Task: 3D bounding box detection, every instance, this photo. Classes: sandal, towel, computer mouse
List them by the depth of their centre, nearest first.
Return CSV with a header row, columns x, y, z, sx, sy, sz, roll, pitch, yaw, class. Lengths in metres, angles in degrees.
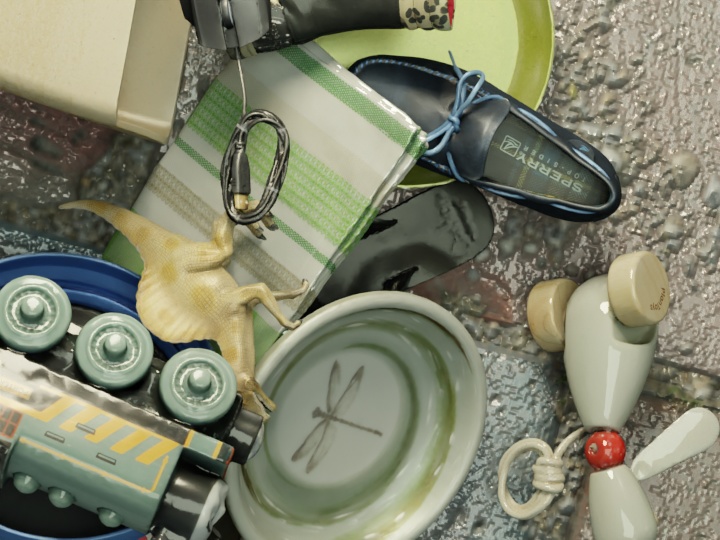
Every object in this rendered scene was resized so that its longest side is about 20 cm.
x,y,z,sx,sy,sz,roll,pitch,yaw,class
-0.078,-0.128,1.254,0.058,0.034,0.201,-10,82,9,computer mouse
-0.062,-0.048,1.334,0.149,0.031,0.200,40,100,24,towel
0.000,0.000,1.377,0.199,0.045,0.075,-30,96,-6,sandal

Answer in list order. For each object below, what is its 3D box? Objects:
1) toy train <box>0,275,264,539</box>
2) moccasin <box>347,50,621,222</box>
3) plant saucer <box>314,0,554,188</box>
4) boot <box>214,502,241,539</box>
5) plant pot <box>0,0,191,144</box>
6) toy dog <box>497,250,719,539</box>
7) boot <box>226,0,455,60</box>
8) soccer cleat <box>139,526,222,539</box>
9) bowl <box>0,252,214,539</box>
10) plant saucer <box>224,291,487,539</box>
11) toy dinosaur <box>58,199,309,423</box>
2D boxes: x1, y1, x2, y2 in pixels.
x,y,z,sx,sy,sz,roll,pitch,yaw,class
-0.158,0.085,1.198,0.199,0.085,0.114,24,65,-3,toy train
0.083,-0.092,1.341,0.199,0.068,0.081,19,93,-4,moccasin
0.030,-0.156,1.383,0.199,0.031,0.201,0,93,-8,plant saucer
-0.162,0.128,1.353,0.199,0.075,0.097,26,79,-19,boot
-0.201,-0.196,1.275,0.176,0.200,0.201,9,91,4,plant pot
0.177,0.085,1.386,0.096,0.131,0.201,3,98,-47,toy dog
-0.014,-0.234,1.315,0.153,0.074,0.205,-2,72,11,boot
-0.107,0.204,1.306,0.073,0.068,0.200,-38,102,4,soccer cleat
-0.182,0.083,1.261,0.199,0.039,0.202,8,55,-11,bowl
-0.010,0.101,1.356,0.199,0.050,0.201,-13,117,-27,plant saucer
-0.100,-0.003,1.273,0.101,0.058,0.200,-35,70,-16,toy dinosaur
